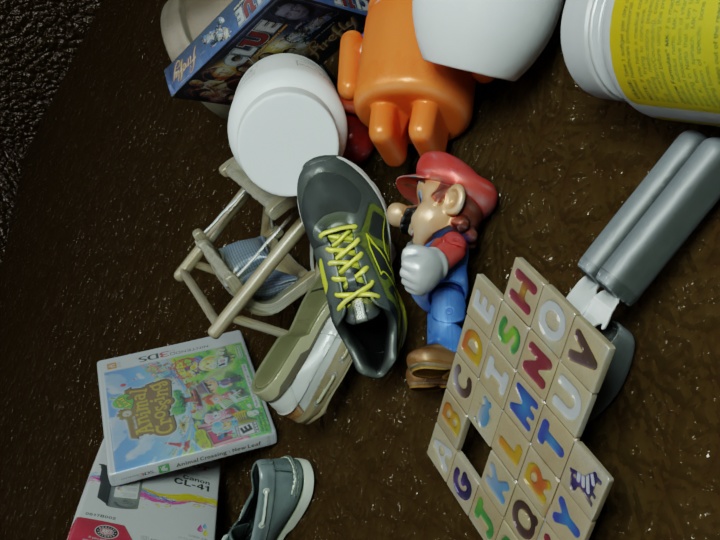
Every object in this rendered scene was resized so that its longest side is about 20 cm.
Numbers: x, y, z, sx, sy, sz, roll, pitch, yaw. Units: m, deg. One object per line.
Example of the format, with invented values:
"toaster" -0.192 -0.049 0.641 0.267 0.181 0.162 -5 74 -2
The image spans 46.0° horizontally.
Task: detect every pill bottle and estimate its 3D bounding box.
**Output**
"pill bottle" -0.070 -0.139 0.811 0.115 0.113 0.200 -61 14 15
"pill bottle" 0.217 -0.143 0.500 0.199 0.113 0.116 28 97 59

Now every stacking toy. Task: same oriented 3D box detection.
"stacking toy" 0.013 -0.214 0.923 0.085 0.084 0.203 23 98 60

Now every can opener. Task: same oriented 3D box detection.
"can opener" 0.173 0.004 0.550 0.201 0.066 0.053 -57 21 9

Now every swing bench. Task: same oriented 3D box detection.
"swing bench" -0.097 -0.035 0.938 0.203 0.128 0.199 -66 29 7

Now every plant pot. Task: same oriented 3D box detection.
"plant pot" -0.141 -0.330 1.154 0.172 0.199 0.202 -27 48 27

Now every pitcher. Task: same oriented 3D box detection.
"pitcher" 0.130 -0.259 0.687 0.121 0.169 0.203 31 113 50

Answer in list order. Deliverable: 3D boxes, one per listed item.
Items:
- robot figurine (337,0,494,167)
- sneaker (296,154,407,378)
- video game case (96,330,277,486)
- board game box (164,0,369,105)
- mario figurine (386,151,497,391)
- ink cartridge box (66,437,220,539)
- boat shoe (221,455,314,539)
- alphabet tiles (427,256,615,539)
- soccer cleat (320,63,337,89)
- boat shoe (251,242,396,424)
"robot figurine" 0.057 -0.200 0.798 0.143 0.115 0.203 -21 57 56
"sneaker" 0.000 0.000 0.721 0.073 0.202 0.085 -18 22 7
"video game case" -0.205 0.149 0.975 0.201 0.179 0.022 -122 25 -53
"board game box" -0.097 -0.238 0.893 0.199 0.134 0.035 -29 72 42
"mario figurine" 0.050 -0.005 0.705 0.123 0.105 0.203 -27 53 52
"ink cartridge box" -0.229 0.276 0.897 0.200 0.145 0.087 -106 34 -68
"boat shoe" -0.116 0.269 0.857 0.202 0.061 0.073 -61 35 18
"alphabet tiles" 0.104 0.103 0.560 0.168 0.007 0.203 -127 40 -49
"soccer cleat" -0.051 -0.205 1.005 0.068 0.080 0.201 -45 34 25
"boat shoe" -0.023 0.054 0.824 0.201 0.068 0.074 -54 23 -12
